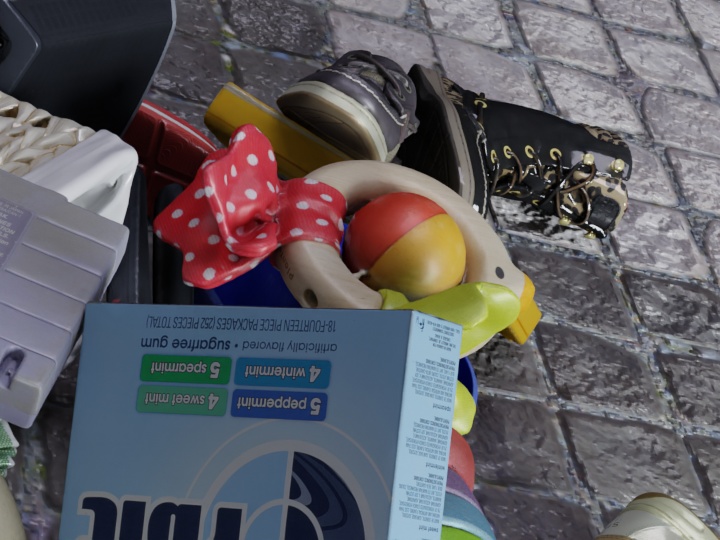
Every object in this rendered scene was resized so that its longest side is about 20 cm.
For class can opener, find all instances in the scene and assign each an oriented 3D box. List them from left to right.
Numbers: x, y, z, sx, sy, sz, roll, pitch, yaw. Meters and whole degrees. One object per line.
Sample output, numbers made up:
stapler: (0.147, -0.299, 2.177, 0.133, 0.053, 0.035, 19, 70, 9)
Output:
can opener: (-0.110, 0.030, 1.330, 0.063, 0.078, 0.201, 25, 47, -42)

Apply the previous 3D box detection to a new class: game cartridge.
game cartridge: (-0.211, -0.014, 1.121, 0.199, 0.039, 0.130, 23, 33, 0)
game cartridge: (0.011, -0.028, 1.508, 0.200, 0.033, 0.176, 35, -3, 15)

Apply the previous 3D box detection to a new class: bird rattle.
bird rattle: (0.000, 0.000, 1.330, 0.200, 0.113, 0.163, 39, 39, 25)

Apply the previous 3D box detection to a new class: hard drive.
hard drive: (-0.181, -0.078, 1.384, 0.135, 0.200, 0.042, -17, 62, -46)

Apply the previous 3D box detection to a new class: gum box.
gum box: (-0.048, 0.116, 1.061, 0.169, 0.201, 0.044, 0, -10, 34)

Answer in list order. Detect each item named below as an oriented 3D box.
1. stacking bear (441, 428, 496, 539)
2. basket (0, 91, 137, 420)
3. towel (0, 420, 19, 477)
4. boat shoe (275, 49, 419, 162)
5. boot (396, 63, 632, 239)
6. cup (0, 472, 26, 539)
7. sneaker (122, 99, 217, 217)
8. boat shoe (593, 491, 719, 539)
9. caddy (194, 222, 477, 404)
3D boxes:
stacking bear: (0.020, 0.177, 1.229, 0.121, 0.114, 0.201, 28, 35, -36)
basket: (-0.218, 0.001, 1.249, 0.123, 0.136, 0.200, 28, 33, 14)
towel: (-0.284, 0.056, 1.284, 0.199, 0.031, 0.149, 0, 37, -30)
boat shoe: (0.000, -0.096, 1.490, 0.072, 0.065, 0.200, 33, -4, 8)
boot: (0.102, -0.062, 1.659, 0.150, 0.073, 0.200, 16, 19, -14)
cup: (-0.218, 0.131, 1.087, 0.200, 0.201, 0.143, 34, 9, 15)
sneaker: (-0.170, -0.108, 1.548, 0.199, 0.079, 0.116, 21, 33, -7)
boat shoe: (0.198, 0.203, 1.354, 0.200, 0.074, 0.066, 39, 47, 24)
caddy: (-0.023, 0.041, 1.397, 0.141, 0.105, 0.200, 1, 39, -35)
